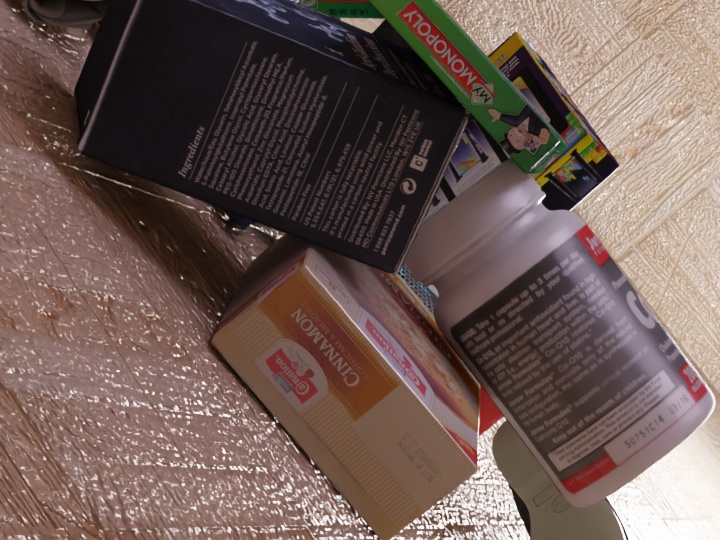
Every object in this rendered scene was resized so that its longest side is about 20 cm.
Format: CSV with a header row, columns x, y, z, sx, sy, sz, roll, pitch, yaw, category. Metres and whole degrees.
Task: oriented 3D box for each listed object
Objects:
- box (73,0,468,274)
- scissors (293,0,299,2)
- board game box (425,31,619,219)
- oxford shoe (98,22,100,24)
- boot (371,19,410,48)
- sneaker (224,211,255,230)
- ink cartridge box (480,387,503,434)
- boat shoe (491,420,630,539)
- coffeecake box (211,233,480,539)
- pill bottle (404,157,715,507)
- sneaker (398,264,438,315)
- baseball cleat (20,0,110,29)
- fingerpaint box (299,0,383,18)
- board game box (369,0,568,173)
x,y,z,sx,sy,sz,roll,pitch,yaw,category
-0.057,-0.099,1.253,0.199,0.108,0.149,20,14,-15,box
-0.096,-0.149,1.418,0.073,0.014,0.201,31,50,-5,scissors
0.101,-0.080,1.810,0.057,0.200,0.166,39,16,-38,board game box
-0.159,-0.193,1.479,0.071,0.072,0.201,-49,125,-37,oxford shoe
0.024,-0.140,1.820,0.073,0.154,0.204,41,14,-38,boot
-0.079,-0.111,1.458,0.085,0.077,0.201,31,40,-22,sneaker
0.059,0.045,1.566,0.116,0.067,0.200,47,11,-20,ink cartridge box
0.146,0.181,1.472,0.063,0.071,0.200,54,8,-40,boat shoe
-0.002,0.053,1.277,0.154,0.073,0.200,50,11,-8,coffeecake box
0.118,0.036,1.332,0.200,0.114,0.114,53,11,1,pill bottle
0.000,0.000,1.442,0.091,0.077,0.201,28,31,-55,sneaker
-0.215,-0.223,1.350,0.199,0.070,0.107,27,53,-8,baseball cleat
-0.060,-0.258,1.641,0.167,0.199,0.074,-68,156,-55,fingerpaint box
0.067,-0.115,1.266,0.135,0.029,0.200,47,7,3,board game box
